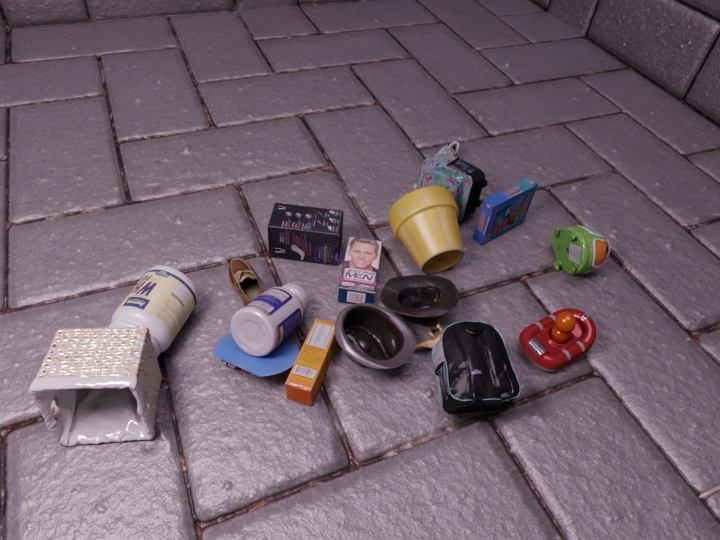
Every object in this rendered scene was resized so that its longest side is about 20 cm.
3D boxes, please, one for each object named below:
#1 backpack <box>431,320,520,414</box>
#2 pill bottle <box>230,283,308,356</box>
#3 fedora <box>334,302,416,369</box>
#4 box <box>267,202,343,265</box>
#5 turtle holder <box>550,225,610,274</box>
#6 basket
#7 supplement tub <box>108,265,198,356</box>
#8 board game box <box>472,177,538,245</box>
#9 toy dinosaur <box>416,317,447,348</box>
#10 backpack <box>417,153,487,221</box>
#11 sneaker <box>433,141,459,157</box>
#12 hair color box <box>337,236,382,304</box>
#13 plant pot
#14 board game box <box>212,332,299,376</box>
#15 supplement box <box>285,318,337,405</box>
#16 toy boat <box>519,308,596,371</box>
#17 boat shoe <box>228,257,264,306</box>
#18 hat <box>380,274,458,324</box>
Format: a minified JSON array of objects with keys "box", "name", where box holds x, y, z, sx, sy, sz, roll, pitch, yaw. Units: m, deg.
[{"box":[0.252,0.223,1.261,0.174,0.154,0.201,-2,61,-9],"name":"backpack"},{"box":[-0.207,0.108,1.320,0.119,0.120,0.200,23,27,15],"name":"pill bottle"},{"box":[0.025,0.173,1.323,0.199,0.091,0.177,31,48,9],"name":"fedora"},{"box":[-0.152,-0.102,1.550,0.198,0.123,0.107,7,46,0],"name":"box"},{"box":[0.634,-0.058,1.607,0.131,0.186,0.142,-6,79,-12],"name":"turtle holder"},{"box":[-0.529,0.235,1.134,0.198,0.199,0.161,-2,42,-8],"name":"basket"},{"box":[-0.487,0.103,1.297,0.144,0.146,0.201,14,46,7],"name":"supplement tub"},{"box":[0.438,-0.180,1.673,0.199,0.153,0.045,-26,53,-28],"name":"board game box"},{"box":[0.198,0.173,1.372,0.198,0.058,0.102,5,47,-2],"name":"toy dinosaur"},{"box":[0.266,-0.263,1.718,0.150,0.178,0.200,-25,49,-33],"name":"backpack"},{"box":[0.279,-0.386,1.899,0.075,0.087,0.200,30,51,19],"name":"sneaker"},{"box":[0.000,0.000,1.513,0.099,0.061,0.201,8,45,1],"name":"hair color box"},{"box":[0.197,-0.103,1.558,0.199,0.201,0.190,-11,64,-16],"name":"plant pot"},{"box":[-0.243,0.203,1.299,0.199,0.039,0.158,19,26,21],"name":"board game box"},{"box":[-0.109,0.210,1.295,0.068,0.067,0.201,15,46,12],"name":"supplement box"},{"box":[0.501,0.153,1.375,0.199,0.131,0.131,-22,53,-25],"name":"toy boat"},{"box":[-0.291,0.032,1.438,0.075,0.074,0.200,-18,51,-23],"name":"boat shoe"},{"box":[0.152,0.088,1.426,0.199,0.081,0.201,-1,36,1],"name":"hat"}]
